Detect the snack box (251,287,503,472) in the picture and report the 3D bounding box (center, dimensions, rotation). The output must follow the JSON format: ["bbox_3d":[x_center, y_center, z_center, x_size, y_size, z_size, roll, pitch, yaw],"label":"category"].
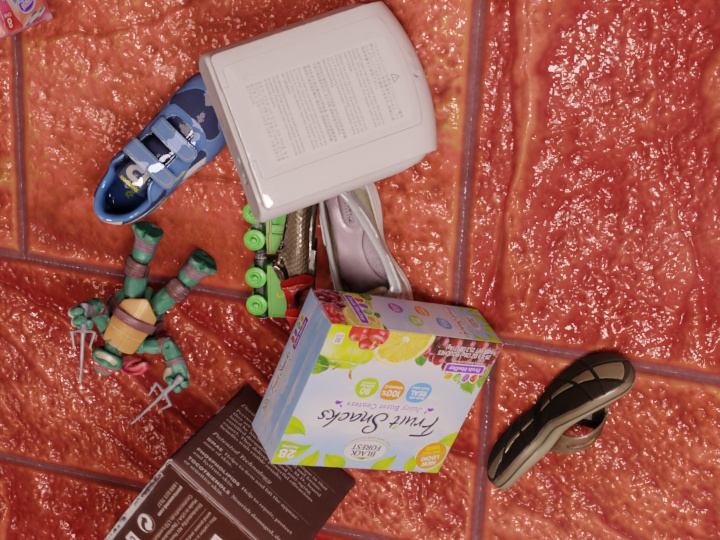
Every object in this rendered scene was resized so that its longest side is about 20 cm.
[{"bbox_3d":[0.016,0.112,1.499,0.199,0.068,0.169,9,119,-31],"label":"snack box"}]

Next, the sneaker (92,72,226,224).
[{"bbox_3d":[-0.200,-0.116,1.550,0.074,0.082,0.200,44,116,3],"label":"sneaker"}]

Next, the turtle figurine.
[{"bbox_3d":[-0.240,0.054,1.614,0.149,0.101,0.201,23,105,-27],"label":"turtle figurine"}]

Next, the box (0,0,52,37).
[{"bbox_3d":[-0.434,-0.264,1.571,0.199,0.103,0.095,-16,103,23],"label":"box"}]

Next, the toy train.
[{"bbox_3d":[-0.090,-0.044,1.561,0.056,0.042,0.201,3,110,8],"label":"toy train"}]

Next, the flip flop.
[{"bbox_3d":[0.203,0.155,1.509,0.057,0.081,0.200,34,119,-14],"label":"flip flop"}]

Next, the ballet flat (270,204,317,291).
[{"bbox_3d":[-0.064,-0.077,1.509,0.046,0.067,0.201,3,106,2],"label":"ballet flat"}]

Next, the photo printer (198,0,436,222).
[{"bbox_3d":[-0.032,-0.155,1.432,0.199,0.069,0.167,-21,92,-15],"label":"photo printer"}]

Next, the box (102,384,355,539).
[{"bbox_3d":[-0.140,0.260,1.598,0.164,0.200,0.166,40,117,2],"label":"box"}]

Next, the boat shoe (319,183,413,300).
[{"bbox_3d":[0.001,-0.001,1.527,0.074,0.065,0.203,-7,106,22],"label":"boat shoe"}]

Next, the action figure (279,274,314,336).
[{"bbox_3d":[-0.024,0.088,1.556,0.098,0.065,0.201,-6,139,-3],"label":"action figure"}]
